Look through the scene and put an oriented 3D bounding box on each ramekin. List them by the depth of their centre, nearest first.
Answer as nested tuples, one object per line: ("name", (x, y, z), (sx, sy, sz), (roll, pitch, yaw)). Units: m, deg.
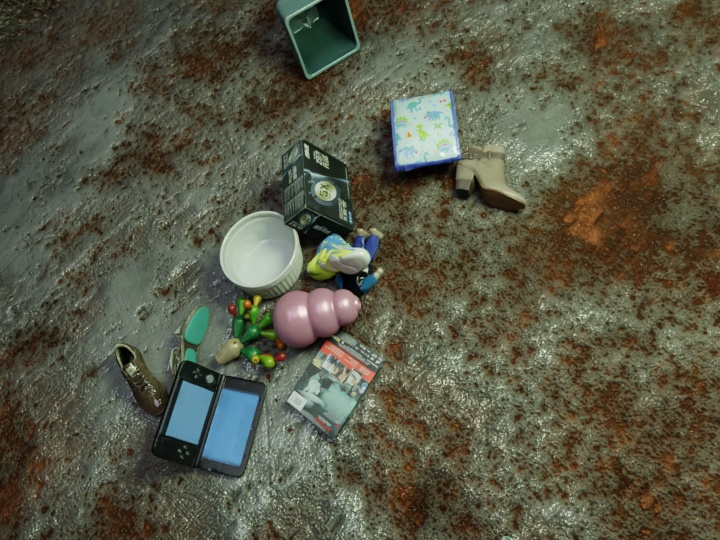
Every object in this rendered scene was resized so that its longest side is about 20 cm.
("ramekin", (-0.231, -0.029, 1.292), (0.194, 0.106, 0.206), (-5, 62, 10))

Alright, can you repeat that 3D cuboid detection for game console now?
("game console", (-0.320, 0.315, 1.140), (0.114, 0.175, 0.205), (-9, 57, 39))

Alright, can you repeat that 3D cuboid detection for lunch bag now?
("lunch bag", (0.164, -0.338, 1.345), (0.165, 0.129, 0.204), (-8, 51, 11))

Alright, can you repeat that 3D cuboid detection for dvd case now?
("dvd case", (-0.055, 0.243, 1.168), (0.144, 0.022, 0.202), (28, 72, 23))

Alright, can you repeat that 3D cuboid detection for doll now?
("doll", (0.000, 0.000, 1.256), (0.133, 0.048, 0.205), (2, 65, 35))

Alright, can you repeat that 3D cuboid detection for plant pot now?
("plant pot", (-0.146, -0.740, 1.583), (0.193, 0.198, 0.201), (-32, 52, -5))

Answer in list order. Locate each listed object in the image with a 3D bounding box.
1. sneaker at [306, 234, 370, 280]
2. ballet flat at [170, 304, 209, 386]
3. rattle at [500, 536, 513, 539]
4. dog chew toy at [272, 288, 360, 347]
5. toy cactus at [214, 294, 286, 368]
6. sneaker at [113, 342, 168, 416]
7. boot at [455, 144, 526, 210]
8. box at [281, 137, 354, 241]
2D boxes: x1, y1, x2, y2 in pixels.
("sneaker", (-0.049, -0.046, 1.240), (0.197, 0.075, 0.108), (-12, 52, 42))
("ballet flat", (-0.414, 0.180, 1.256), (0.073, 0.068, 0.206), (-7, 64, 26))
("rattle", (0.297, 0.583, 0.921), (0.196, 0.147, 0.129), (15, 34, 35))
("dog chew toy", (-0.094, 0.097, 1.184), (0.194, 0.125, 0.128), (-14, 61, 10))
("toy cactus", (-0.266, 0.158, 1.224), (0.163, 0.102, 0.202), (-37, 70, 3))
("sneaker", (-0.519, 0.251, 1.232), (0.070, 0.076, 0.200), (-41, 63, -10))
("boot", (0.324, -0.236, 1.296), (0.195, 0.071, 0.149), (19, 67, 19))
("box", (-0.105, -0.191, 1.302), (0.085, 0.162, 0.205), (-28, 55, 36))
